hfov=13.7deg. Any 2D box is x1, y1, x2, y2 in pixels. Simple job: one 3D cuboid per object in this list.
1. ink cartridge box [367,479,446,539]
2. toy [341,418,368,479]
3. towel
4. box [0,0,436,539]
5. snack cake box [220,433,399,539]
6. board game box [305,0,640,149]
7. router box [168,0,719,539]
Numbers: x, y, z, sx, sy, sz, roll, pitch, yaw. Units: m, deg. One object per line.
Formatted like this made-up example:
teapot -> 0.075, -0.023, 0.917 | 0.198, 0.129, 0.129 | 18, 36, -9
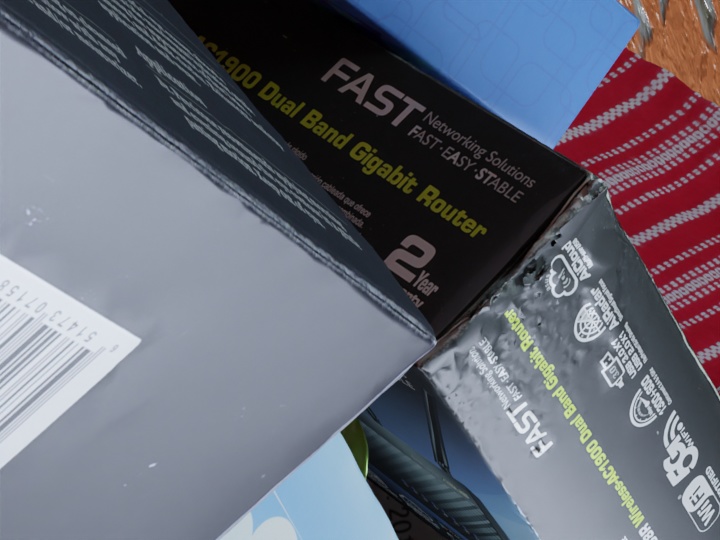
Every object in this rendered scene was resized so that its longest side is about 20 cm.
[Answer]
ink cartridge box -> 0.045, 0.119, 0.957 | 0.165, 0.075, 0.201 | 24, 55, -67
toy -> -0.027, 0.068, 0.763 | 0.115, 0.047, 0.200 | 58, -12, 11
towel -> 0.080, -0.022, 0.852 | 0.144, 0.200, 0.023 | -22, 142, -51
box -> -0.108, -0.044, 0.507 | 0.182, 0.104, 0.200 | 53, 8, 29
snack cake box -> -0.037, 0.098, 0.668 | 0.067, 0.115, 0.200 | -51, 130, -30
board game box -> -0.044, -0.114, 0.721 | 0.200, 0.045, 0.152 | 35, 0, -39
router box -> 0.000, 0.000, 0.758 | 0.200, 0.062, 0.150 | 34, -15, 41
